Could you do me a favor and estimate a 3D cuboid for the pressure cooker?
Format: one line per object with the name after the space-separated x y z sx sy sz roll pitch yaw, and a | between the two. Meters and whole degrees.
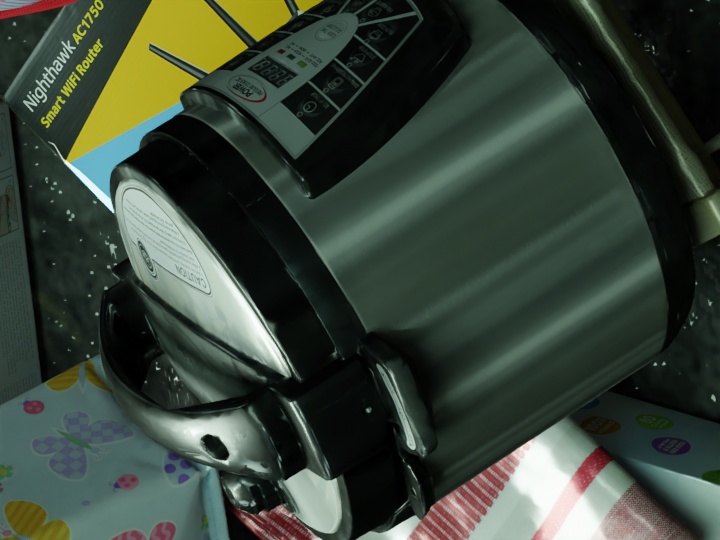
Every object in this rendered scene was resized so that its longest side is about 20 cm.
0.001 0.003 1.013 0.179 0.199 0.176 54 165 15 | pressure cooker

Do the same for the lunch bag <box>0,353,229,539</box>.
-0.140 0.167 1.203 0.127 0.169 0.201 40 144 42 | lunch bag

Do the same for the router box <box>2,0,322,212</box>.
-0.043 -0.096 1.162 0.149 0.051 0.200 44 120 10 | router box

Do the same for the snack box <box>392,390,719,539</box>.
0.110 0.144 1.149 0.199 0.068 0.170 15 111 26 | snack box

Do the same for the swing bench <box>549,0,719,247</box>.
0.130 -0.132 1.018 0.200 0.130 0.200 -33 91 30 | swing bench

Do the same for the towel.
0.029 0.094 1.130 0.200 0.023 0.144 43 121 16 | towel

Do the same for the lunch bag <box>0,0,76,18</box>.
-0.189 -0.197 1.134 0.175 0.082 0.201 -10 72 11 | lunch bag

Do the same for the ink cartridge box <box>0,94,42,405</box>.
-0.244 0.022 1.286 0.175 0.084 0.201 3 107 28 | ink cartridge box
